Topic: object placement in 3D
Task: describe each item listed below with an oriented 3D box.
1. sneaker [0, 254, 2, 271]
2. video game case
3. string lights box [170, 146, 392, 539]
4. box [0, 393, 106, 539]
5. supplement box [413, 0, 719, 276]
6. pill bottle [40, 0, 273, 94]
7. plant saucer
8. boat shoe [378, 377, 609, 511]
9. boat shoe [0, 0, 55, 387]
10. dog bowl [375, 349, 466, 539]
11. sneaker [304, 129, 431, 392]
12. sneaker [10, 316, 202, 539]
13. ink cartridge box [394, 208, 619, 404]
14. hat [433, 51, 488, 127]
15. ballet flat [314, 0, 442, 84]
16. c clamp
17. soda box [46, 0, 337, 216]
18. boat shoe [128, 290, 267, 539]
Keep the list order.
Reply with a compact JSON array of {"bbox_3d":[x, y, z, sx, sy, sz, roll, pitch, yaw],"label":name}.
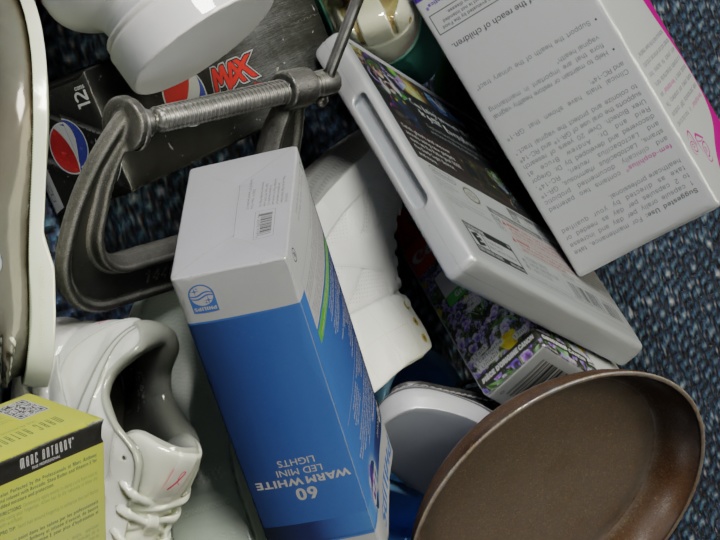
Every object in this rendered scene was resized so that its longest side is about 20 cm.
[{"bbox_3d":[-0.201,0.049,0.793,0.070,0.108,0.200,-20,95,-50],"label":"sneaker"},{"bbox_3d":[0.071,-0.039,1.055,0.200,0.023,0.182,25,30,-51],"label":"video game case"},{"bbox_3d":[-0.033,0.052,0.900,0.103,0.059,0.200,-88,164,-57],"label":"string lights box"},{"bbox_3d":[-0.155,0.163,0.810,0.075,0.050,0.200,-23,119,-50],"label":"box"},{"bbox_3d":[0.132,-0.114,1.074,0.200,0.103,0.101,58,26,-5],"label":"supplement box"},{"bbox_3d":[-0.132,-0.193,0.896,0.112,0.112,0.200,-28,82,-50],"label":"pill bottle"},{"bbox_3d":[0.109,0.133,1.043,0.200,0.200,0.032,29,15,-42],"label":"plant saucer"},{"bbox_3d":[0.078,0.099,1.076,0.200,0.070,0.066,26,39,-39],"label":"boat shoe"},{"bbox_3d":[-0.181,-0.043,0.873,0.060,0.072,0.202,-1,79,-14],"label":"boat shoe"},{"bbox_3d":[0.023,0.138,1.084,0.111,0.050,0.200,22,64,-45],"label":"dog bowl"},{"bbox_3d":[0.000,0.000,1.063,0.116,0.074,0.200,51,43,-18],"label":"sneaker"},{"bbox_3d":[-0.120,0.115,0.878,0.078,0.099,0.200,6,75,-50],"label":"sneaker"},{"bbox_3d":[0.087,0.015,1.112,0.109,0.050,0.200,31,21,-42],"label":"ink cartridge box"},{"bbox_3d":[0.156,-0.148,1.231,0.176,0.165,0.200,-49,118,-45],"label":"hat"},{"bbox_3d":[-0.005,-0.174,1.047,0.070,0.067,0.200,-95,162,-54],"label":"ballet flat"},{"bbox_3d":[-0.078,-0.064,0.920,0.200,0.027,0.171,-26,140,-47],"label":"c clamp"},{"bbox_3d":[-0.096,-0.098,0.996,0.200,0.063,0.071,-32,104,-50],"label":"soda box"},{"bbox_3d":[-0.085,0.100,0.958,0.060,0.075,0.200,85,-2,-67],"label":"boat shoe"}]
